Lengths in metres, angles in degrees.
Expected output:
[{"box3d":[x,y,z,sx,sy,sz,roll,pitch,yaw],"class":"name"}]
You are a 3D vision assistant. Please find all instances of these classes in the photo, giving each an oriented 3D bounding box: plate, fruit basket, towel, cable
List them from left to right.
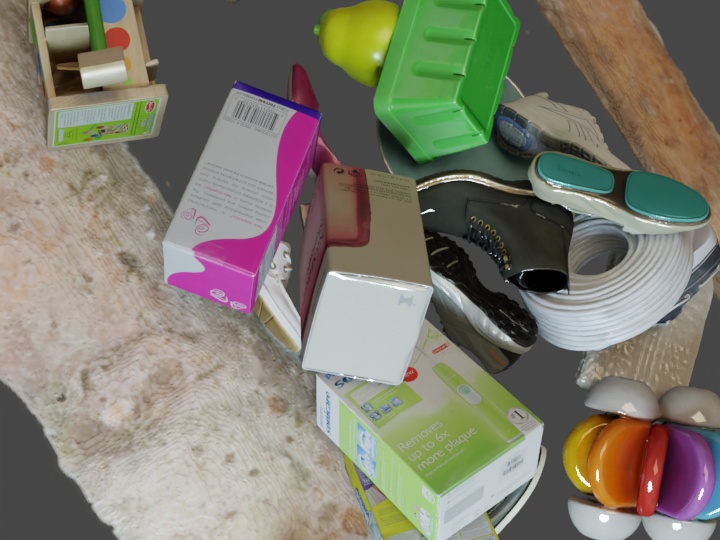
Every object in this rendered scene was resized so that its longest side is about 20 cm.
[{"box3d":[0.055,-0.240,1.518,0.213,0.155,0.218,-14,59,24],"class":"fruit basket"},{"box3d":[0.111,-0.156,1.575,0.197,0.026,0.203,4,74,-13],"class":"plate"},{"box3d":[0.268,-0.005,1.490,0.198,0.070,0.201,-12,41,23],"class":"cable"},{"box3d":[0.331,0.065,1.567,0.131,0.034,0.202,23,72,-6],"class":"towel"}]

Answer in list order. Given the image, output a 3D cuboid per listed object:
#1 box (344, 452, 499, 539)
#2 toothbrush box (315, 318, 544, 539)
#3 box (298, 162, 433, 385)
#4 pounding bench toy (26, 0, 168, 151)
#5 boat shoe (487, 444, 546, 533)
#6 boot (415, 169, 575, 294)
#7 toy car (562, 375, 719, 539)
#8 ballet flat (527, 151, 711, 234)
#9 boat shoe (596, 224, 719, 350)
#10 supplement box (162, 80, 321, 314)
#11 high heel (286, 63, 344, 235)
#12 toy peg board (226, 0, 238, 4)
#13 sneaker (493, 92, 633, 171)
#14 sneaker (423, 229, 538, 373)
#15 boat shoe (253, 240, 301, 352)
[{"box3d":[0.057,0.234,1.407,0.116,0.049,0.201,-12,48,-14],"class":"box"},{"box3d":[0.068,0.159,1.391,0.145,0.087,0.200,-28,49,-26],"class":"toothbrush box"},{"box3d":[0.000,0.000,1.393,0.108,0.129,0.201,10,34,-10],"class":"box"},{"box3d":[-0.276,-0.238,1.406,0.123,0.200,0.158,-9,78,-16],"class":"pounding bench toy"},{"box3d":[0.124,0.253,1.445,0.062,0.073,0.200,42,75,-4],"class":"boat shoe"},{"box3d":[0.135,-0.036,1.463,0.197,0.078,0.139,-1,45,7],"class":"boot"},{"box3d":[0.324,0.212,1.450,0.197,0.150,0.177,9,89,-12],"class":"toy car"},{"box3d":[0.273,-0.076,1.444,0.198,0.070,0.070,19,71,7],"class":"ballet flat"},{"box3d":[0.333,0.032,1.526,0.200,0.072,0.068,-42,118,-13],"class":"boat shoe"},{"box3d":[-0.122,-0.075,1.392,0.100,0.104,0.202,20,63,2],"class":"supplement box"},{"box3d":[-0.030,-0.134,1.510,0.095,0.067,0.203,-8,92,-6],"class":"high heel"},{"box3d":[-0.130,-0.434,1.565,0.199,0.098,0.201,-38,86,-4],"class":"toy peg board"},{"box3d":[0.243,-0.146,1.524,0.087,0.075,0.200,-33,58,-28],"class":"sneaker"},{"box3d":[0.103,0.033,1.497,0.200,0.080,0.074,47,39,18],"class":"sneaker"},{"box3d":[-0.103,-0.009,1.457,0.069,0.071,0.201,-30,83,-17],"class":"boat shoe"}]
